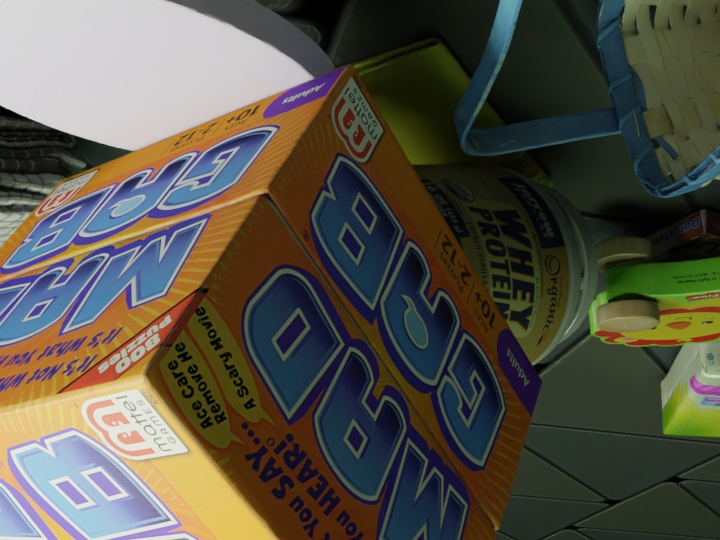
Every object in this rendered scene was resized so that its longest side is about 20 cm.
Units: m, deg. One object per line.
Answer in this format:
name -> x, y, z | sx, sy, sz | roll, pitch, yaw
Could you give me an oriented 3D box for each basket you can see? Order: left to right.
basket -> 0.154, -0.118, 0.541 | 0.199, 0.140, 0.176 | -5, 157, -9

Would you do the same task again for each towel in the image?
towel -> -0.297, -0.048, 0.735 | 0.165, 0.086, 0.200 | -24, 170, 29
towel -> 0.058, -0.091, 0.758 | 0.086, 0.018, 0.200 | -16, 150, 24

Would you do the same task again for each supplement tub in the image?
supplement tub -> 0.051, 0.004, 0.718 | 0.144, 0.145, 0.200 | -21, 171, 40

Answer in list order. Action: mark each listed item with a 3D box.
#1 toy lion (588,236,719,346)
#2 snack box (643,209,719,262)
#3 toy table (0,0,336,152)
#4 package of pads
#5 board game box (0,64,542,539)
toy lion -> 0.276, 0.023, 0.890 | 0.199, 0.069, 0.192 | -10, 161, 25
snack box -> 0.325, -0.002, 0.922 | 0.199, 0.024, 0.072 | 16, 153, -28
toy table -> -0.103, -0.138, 0.541 | 0.199, 0.118, 0.184 | 19, 150, -32
package of pads -> 0.393, 0.110, 1.114 | 0.154, 0.068, 0.200 | 1, 156, 4
board game box -> -0.065, 0.066, 0.520 | 0.199, 0.200, 0.200 | -15, 122, 34
